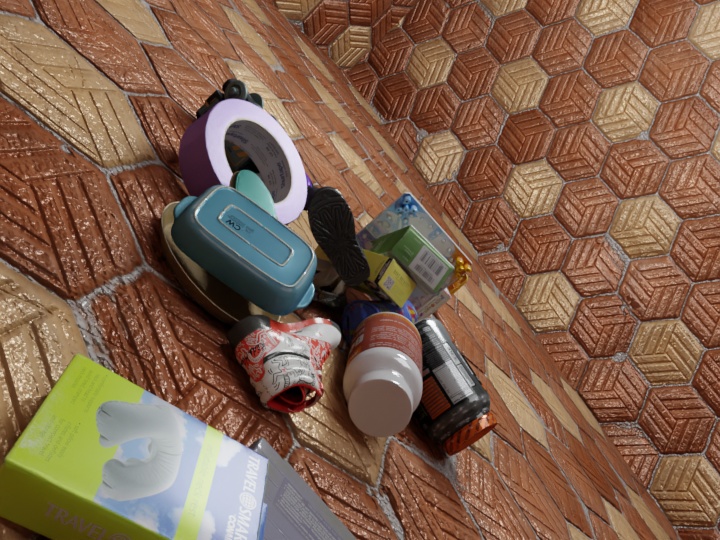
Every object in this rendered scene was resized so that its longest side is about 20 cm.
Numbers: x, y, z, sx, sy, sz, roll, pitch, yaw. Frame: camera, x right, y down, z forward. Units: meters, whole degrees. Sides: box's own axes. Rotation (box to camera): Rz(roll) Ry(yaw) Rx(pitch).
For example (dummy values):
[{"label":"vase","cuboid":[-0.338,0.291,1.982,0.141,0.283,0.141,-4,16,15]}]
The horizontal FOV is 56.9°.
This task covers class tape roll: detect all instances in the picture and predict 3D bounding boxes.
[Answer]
[{"label":"tape roll","cuboid":[-0.171,-0.150,0.993,0.199,0.065,0.203,31,47,-39]}]

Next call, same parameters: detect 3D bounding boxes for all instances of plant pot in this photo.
[{"label":"plant pot","cuboid":[-0.179,-0.001,0.837,0.200,0.027,0.201,46,15,-16]}]

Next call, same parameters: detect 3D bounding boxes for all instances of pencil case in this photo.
[{"label":"pencil case","cuboid":[0.032,0.086,1.137,0.199,0.085,0.080,2,85,-69]}]

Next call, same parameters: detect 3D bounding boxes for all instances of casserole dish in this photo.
[{"label":"casserole dish","cuboid":[-0.132,-0.032,0.798,0.199,0.039,0.122,36,40,-5]}]

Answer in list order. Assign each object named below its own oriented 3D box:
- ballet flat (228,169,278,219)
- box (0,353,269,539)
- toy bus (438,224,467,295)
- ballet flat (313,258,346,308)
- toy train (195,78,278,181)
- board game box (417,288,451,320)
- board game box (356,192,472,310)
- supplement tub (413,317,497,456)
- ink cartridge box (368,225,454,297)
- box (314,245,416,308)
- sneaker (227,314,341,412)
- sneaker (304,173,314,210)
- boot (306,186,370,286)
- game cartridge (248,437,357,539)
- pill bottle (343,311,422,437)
[{"label":"ballet flat","cuboid":[-0.136,-0.040,0.878,0.068,0.063,0.202,-3,58,-40]},{"label":"box","cuboid":[-0.145,0.155,0.477,0.199,0.048,0.122,33,20,-16]},{"label":"toy bus","cuboid":[0.191,-0.004,1.734,0.202,0.135,0.192,59,2,22]},{"label":"ballet flat","cuboid":[-0.060,0.017,1.053,0.073,0.072,0.200,57,16,23]},{"label":"toy train","cuboid":[-0.200,-0.235,1.147,0.201,0.113,0.085,56,13,17]},{"label":"board game box","cuboid":[0.086,0.006,1.418,0.200,0.105,0.104,42,17,-31]},{"label":"board game box","cuboid":[0.079,-0.014,1.263,0.200,0.199,0.026,45,20,-18]},{"label":"supplement tub","cuboid":[0.130,0.190,1.092,0.201,0.122,0.122,58,17,22]},{"label":"ink cartridge box","cuboid":[0.068,-0.008,1.139,0.104,0.060,0.200,42,-16,-11]},{"label":"box","cuboid":[0.000,0.000,1.109,0.199,0.050,0.075,21,-19,50]},{"label":"sneaker","cuboid":[-0.070,0.117,0.806,0.200,0.067,0.109,15,39,-59]},{"label":"sneaker","cuboid":[-0.122,-0.152,1.261,0.100,0.069,0.201,48,16,-17]},{"label":"boot","cuboid":[-0.050,-0.088,1.042,0.201,0.065,0.167,-111,-178,-59]},{"label":"game cartridge","cuboid":[-0.050,0.259,0.601,0.201,0.038,0.130,50,12,-4]},{"label":"pill bottle","cuboid":[0.033,0.145,0.941,0.112,0.112,0.200,47,16,-10]}]
